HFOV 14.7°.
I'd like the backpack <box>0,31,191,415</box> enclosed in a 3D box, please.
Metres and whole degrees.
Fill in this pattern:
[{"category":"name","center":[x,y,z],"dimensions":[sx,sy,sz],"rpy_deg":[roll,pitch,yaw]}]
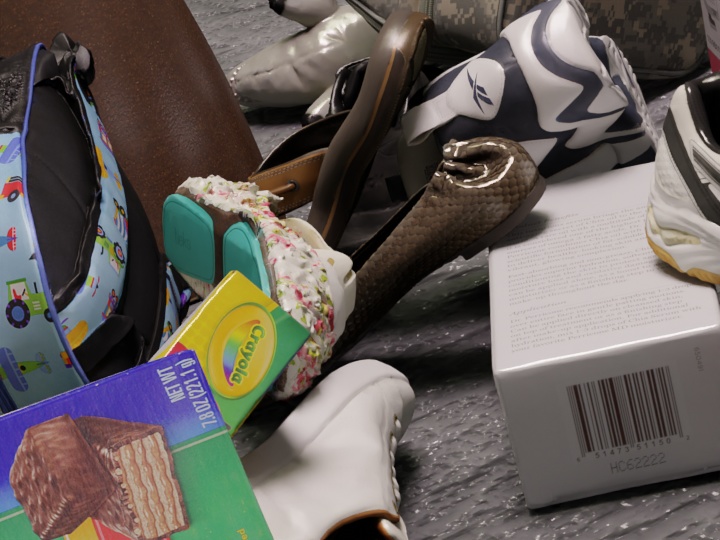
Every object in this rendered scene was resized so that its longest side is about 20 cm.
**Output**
[{"category":"backpack","center":[-0.159,0.016,1.317],"dimensions":[0.134,0.183,0.200],"rpy_deg":[-19,34,7]}]

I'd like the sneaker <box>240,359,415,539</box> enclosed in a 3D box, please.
[{"category":"sneaker","center":[-0.009,0.104,1.182],"dimensions":[0.085,0.073,0.200],"rpy_deg":[29,29,12]}]

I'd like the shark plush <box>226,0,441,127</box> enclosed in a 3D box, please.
[{"category":"shark plush","center":[0.014,-0.146,1.734],"dimensions":[0.200,0.091,0.083],"rpy_deg":[-26,-5,-16]}]

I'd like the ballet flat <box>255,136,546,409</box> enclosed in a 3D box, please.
[{"category":"ballet flat","center":[0.000,0.000,1.321],"dimensions":[0.200,0.046,0.067],"rpy_deg":[-36,19,23]}]

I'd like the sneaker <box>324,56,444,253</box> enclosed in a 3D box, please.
[{"category":"sneaker","center":[0.022,-0.084,1.545],"dimensions":[0.076,0.091,0.200],"rpy_deg":[-10,21,12]}]

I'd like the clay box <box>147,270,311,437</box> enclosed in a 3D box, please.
[{"category":"clay box","center":[-0.108,0.100,1.127],"dimensions":[0.200,0.048,0.115],"rpy_deg":[-53,4,-32]}]

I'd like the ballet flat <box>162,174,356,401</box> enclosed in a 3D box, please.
[{"category":"ballet flat","center":[-0.038,0.000,1.269],"dimensions":[0.064,0.076,0.200],"rpy_deg":[-3,23,-18]}]

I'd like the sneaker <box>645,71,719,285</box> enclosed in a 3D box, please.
[{"category":"sneaker","center":[0.199,-0.025,1.158],"dimensions":[0.200,0.088,0.076],"rpy_deg":[22,30,37]}]

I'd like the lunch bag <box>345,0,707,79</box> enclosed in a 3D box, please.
[{"category":"lunch bag","center":[0.093,-0.187,1.627],"dimensions":[0.200,0.140,0.168],"rpy_deg":[-2,14,-44]}]

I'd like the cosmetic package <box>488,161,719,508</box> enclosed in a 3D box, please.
[{"category":"cosmetic package","center":[0.113,0.024,1.266],"dimensions":[0.101,0.071,0.200],"rpy_deg":[-12,23,7]}]

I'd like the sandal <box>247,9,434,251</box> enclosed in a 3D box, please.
[{"category":"sandal","center":[-0.024,-0.048,1.376],"dimensions":[0.055,0.200,0.082],"rpy_deg":[26,34,0]}]

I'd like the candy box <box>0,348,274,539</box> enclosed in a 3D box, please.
[{"category":"candy box","center":[-0.121,0.139,0.966],"dimensions":[0.200,0.169,0.077],"rpy_deg":[-21,-5,-30]}]

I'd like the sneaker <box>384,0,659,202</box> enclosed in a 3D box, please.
[{"category":"sneaker","center":[0.080,-0.060,1.406],"dimensions":[0.129,0.080,0.199],"rpy_deg":[-25,-16,12]}]

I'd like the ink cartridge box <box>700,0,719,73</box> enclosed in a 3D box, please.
[{"category":"ink cartridge box","center":[0.229,-0.159,1.462],"dimensions":[0.083,0.200,0.147],"rpy_deg":[-15,22,-5]}]

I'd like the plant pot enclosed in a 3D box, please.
[{"category":"plant pot","center":[-0.153,-0.096,1.528],"dimensions":[0.187,0.200,0.187],"rpy_deg":[-12,23,5]}]
